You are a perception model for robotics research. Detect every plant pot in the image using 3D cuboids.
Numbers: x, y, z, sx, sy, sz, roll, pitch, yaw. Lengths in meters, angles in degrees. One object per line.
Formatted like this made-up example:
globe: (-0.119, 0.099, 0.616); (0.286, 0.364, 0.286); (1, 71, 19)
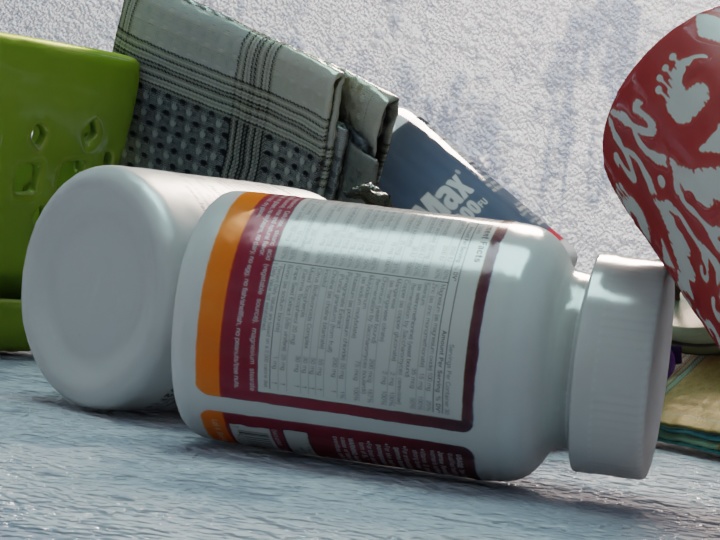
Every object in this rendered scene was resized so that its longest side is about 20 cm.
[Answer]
plant pot: (-0.268, -0.051, 1.215); (0.198, 0.183, 0.199); (9, 2, 37)

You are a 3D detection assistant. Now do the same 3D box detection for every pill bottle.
pill bottle: (-0.058, 0.013, 1.040); (0.114, 0.115, 0.199); (8, 2, 43)
pill bottle: (0.021, -0.028, 1.273); (0.200, 0.120, 0.120); (40, 8, 9)
pill bottle: (0.028, 0.030, 0.890); (0.198, 0.110, 0.110); (7, 2, 13)

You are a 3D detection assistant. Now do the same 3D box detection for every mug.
mug: (0.179, 0.012, 0.807); (0.133, 0.178, 0.200); (-7, 42, -24)

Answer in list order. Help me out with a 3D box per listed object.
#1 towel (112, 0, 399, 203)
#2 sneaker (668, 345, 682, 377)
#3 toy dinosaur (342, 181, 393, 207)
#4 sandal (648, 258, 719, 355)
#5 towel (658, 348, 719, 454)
towel: (-0.080, -0.052, 1.236); (0.199, 0.194, 0.034); (26, 25, 25)
sneaker: (0.115, 0.043, 1.091); (0.087, 0.075, 0.200); (-6, 2, 16)
toy dinosaur: (0.000, 0.000, 1.157); (0.199, 0.089, 0.047); (-22, 2, 28)
sandal: (0.224, 0.008, 1.160); (0.080, 0.058, 0.200); (-35, 26, -33)
towel: (0.232, 0.059, 1.142); (0.146, 0.022, 0.199); (-35, 26, -33)
